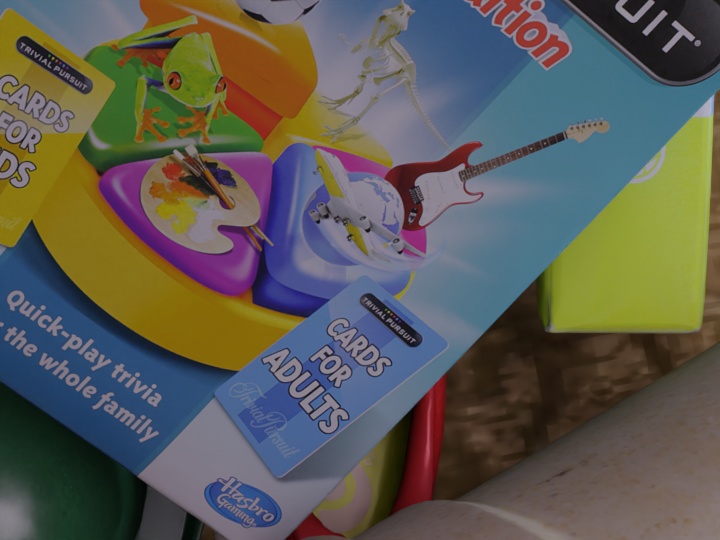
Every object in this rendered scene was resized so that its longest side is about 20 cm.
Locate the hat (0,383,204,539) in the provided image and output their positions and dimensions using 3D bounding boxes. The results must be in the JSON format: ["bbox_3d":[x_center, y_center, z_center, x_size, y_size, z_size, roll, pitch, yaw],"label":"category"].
[{"bbox_3d":[-0.099,0.052,0.709,0.165,0.176,0.200,-32,93,-14],"label":"hat"}]

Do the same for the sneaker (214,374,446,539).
[{"bbox_3d":[0.000,0.000,0.783,0.077,0.085,0.201,0,78,-14],"label":"sneaker"}]

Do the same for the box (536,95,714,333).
[{"bbox_3d":[0.069,-0.096,0.751,0.047,0.122,0.201,1,107,2],"label":"box"}]

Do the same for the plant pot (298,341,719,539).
[{"bbox_3d":[0.106,0.097,0.705,0.183,0.200,0.201,-37,94,-23],"label":"plant pot"}]

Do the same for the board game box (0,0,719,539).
[{"bbox_3d":[-0.015,-0.048,0.660,0.151,0.047,0.200,37,105,-25],"label":"board game box"}]
